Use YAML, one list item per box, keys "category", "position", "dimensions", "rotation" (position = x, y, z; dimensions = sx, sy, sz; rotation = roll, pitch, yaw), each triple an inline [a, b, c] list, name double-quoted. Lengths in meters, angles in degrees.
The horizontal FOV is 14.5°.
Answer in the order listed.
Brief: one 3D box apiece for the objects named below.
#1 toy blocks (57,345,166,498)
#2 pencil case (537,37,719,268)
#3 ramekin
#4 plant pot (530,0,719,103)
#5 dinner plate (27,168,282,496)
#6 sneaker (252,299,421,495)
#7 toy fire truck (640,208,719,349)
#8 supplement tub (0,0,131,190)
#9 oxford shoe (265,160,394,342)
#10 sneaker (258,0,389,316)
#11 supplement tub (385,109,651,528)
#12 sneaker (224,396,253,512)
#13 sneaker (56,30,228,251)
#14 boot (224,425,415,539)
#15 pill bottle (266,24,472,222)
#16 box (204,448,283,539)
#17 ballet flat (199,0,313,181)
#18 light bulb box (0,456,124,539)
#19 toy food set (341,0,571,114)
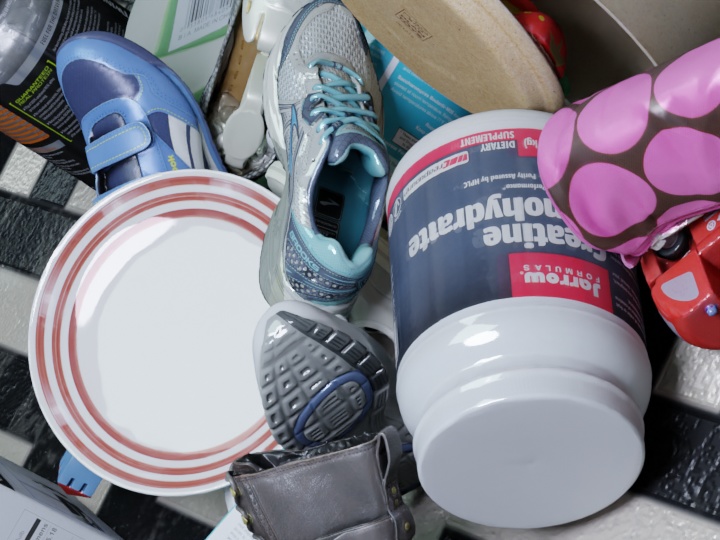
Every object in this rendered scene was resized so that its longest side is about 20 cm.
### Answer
- category: "toy blocks"
  position: [-0.148, 0.064, 1.858]
  dimensions: [0.137, 0.099, 0.200]
  rotation: [-57, 18, 24]
- category: "pencil case"
  position: [0.194, -0.074, 1.475]
  dimensions: [0.199, 0.091, 0.094]
  rotation: [-24, 92, 38]
- category: "ramekin"
  position: [-0.071, -0.165, 1.924]
  dimensions: [0.199, 0.097, 0.201]
  rotation: [-30, 44, 34]
- category: "plant pot"
  position: [0.177, -0.205, 1.619]
  dimensions: [0.200, 0.187, 0.187]
  rotation: [-48, 34, -11]
- category: "dinner plate"
  position: [-0.107, 0.038, 1.720]
  dimensions: [0.199, 0.024, 0.202]
  rotation: [-3, 78, 16]
- category: "sneaker"
  position: [-0.016, 0.062, 1.602]
  dimensions: [0.074, 0.200, 0.087]
  rotation: [-31, 58, 5]
- category: "toy fire truck"
  position: [0.244, -0.009, 1.481]
  dimensions: [0.200, 0.049, 0.142]
  rotation: [-40, 39, 23]
- category: "supplement tub"
  position: [-0.218, -0.147, 2.000]
  dimensions: [0.122, 0.200, 0.123]
  rotation: [-29, 45, 33]
- category: "oxford shoe"
  position: [0.000, 0.000, 1.716]
  dimensions: [0.058, 0.075, 0.200]
  rotation: [-52, 56, 9]
- category: "sneaker"
  position: [-0.009, -0.072, 1.649]
  dimensions: [0.086, 0.077, 0.202]
  rotation: [139, 135, -60]
- category: "supplement tub"
  position: [0.087, 0.025, 1.564]
  dimensions: [0.140, 0.140, 0.201]
  rotation: [-32, 43, 31]
- category: "sneaker"
  position: [-0.049, 0.087, 1.762]
  dimensions: [0.085, 0.072, 0.201]
  rotation: [120, 157, -67]
- category: "sneaker"
  position: [-0.133, -0.058, 1.783]
  dimensions: [0.074, 0.201, 0.082]
  rotation: [-25, 12, 39]
- category: "boot"
  position: [-0.030, 0.181, 1.567]
  dimensions: [0.199, 0.175, 0.069]
  rotation: [-23, 6, 28]
- category: "pill bottle"
  position: [0.034, -0.137, 1.770]
  dimensions: [0.201, 0.111, 0.111]
  rotation: [-58, 36, -1]
- category: "box"
  position: [-0.071, 0.203, 1.670]
  dimensions: [0.082, 0.049, 0.200]
  rotation: [44, 102, 16]
- category: "ballet flat"
  position: [-0.057, -0.137, 1.789]
  dimensions: [0.072, 0.072, 0.201]
  rotation: [-119, 42, -51]
- category: "light bulb box"
  position: [-0.287, 0.207, 1.825]
  dimensions: [0.199, 0.200, 0.125]
  rotation: [-59, 36, -2]
- category: "toy food set"
  position: [0.044, -0.157, 1.615]
  dimensions: [0.049, 0.200, 0.198]
  rotation: [-49, -8, -11]
